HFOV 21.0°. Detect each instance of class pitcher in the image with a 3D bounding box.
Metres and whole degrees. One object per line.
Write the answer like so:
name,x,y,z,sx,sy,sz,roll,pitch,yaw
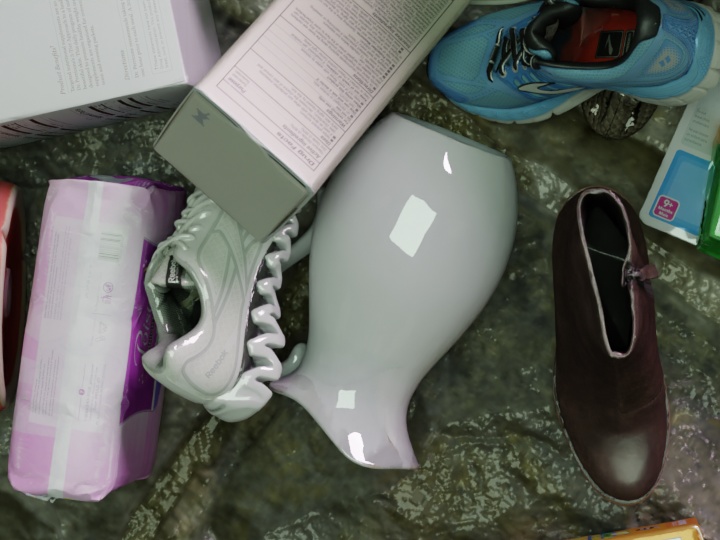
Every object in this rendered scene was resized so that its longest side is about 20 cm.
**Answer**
pitcher,0.000,0.000,1.208,0.171,0.121,0.201,26,99,27

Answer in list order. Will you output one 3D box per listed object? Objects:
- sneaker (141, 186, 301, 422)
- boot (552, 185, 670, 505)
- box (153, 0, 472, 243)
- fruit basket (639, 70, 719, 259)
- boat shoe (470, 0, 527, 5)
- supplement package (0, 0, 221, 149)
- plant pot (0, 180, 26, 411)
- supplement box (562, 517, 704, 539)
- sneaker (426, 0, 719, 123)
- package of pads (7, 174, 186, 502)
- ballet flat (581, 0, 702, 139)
sneaker,-0.087,-0.012,1.180,0.081,0.075,0.201,21,60,-34
boot,0.146,0.049,1.158,0.072,0.166,0.201,-7,90,7
box,-0.025,-0.122,1.161,0.095,0.078,0.200,42,56,-4
fruit basket,0.291,-0.084,1.178,0.184,0.094,0.201,25,90,6
boat shoe,0.124,-0.211,1.185,0.199,0.065,0.072,-4,73,24
supplement package,-0.206,-0.182,1.203,0.199,0.147,0.193,-12,90,7
plant pot,-0.303,0.013,1.207,0.176,0.200,0.202,2,91,-4
supplement box,0.121,0.203,1.215,0.199,0.067,0.069,-9,87,6
sneaker,0.117,-0.141,1.168,0.199,0.090,0.079,-4,75,40
package of pads,-0.163,0.040,1.216,0.075,0.120,0.201,8,92,6
ballet flat,0.185,-0.178,1.210,0.067,0.046,0.201,21,93,6
